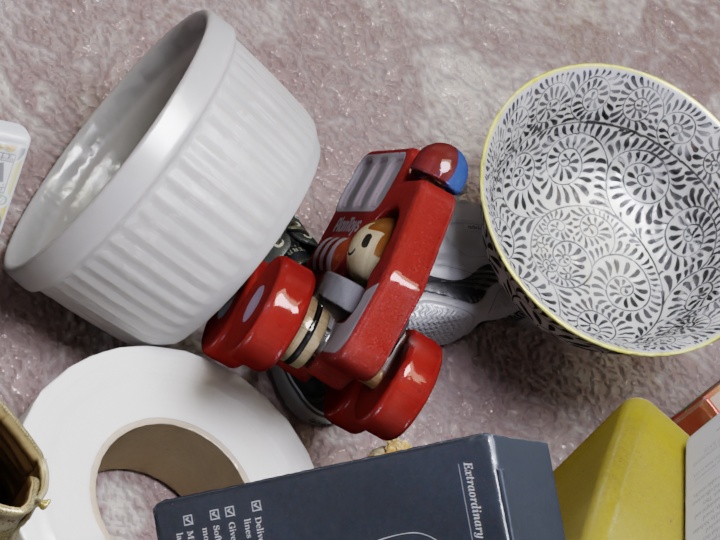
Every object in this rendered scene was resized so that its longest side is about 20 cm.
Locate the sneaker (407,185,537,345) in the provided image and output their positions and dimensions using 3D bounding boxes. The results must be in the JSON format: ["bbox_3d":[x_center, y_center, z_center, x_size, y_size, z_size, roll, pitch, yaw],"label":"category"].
[{"bbox_3d":[0.086,-0.021,1.813,0.199,0.075,0.115,-11,71,-31],"label":"sneaker"}]

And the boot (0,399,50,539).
[{"bbox_3d":[-0.210,0.168,1.477,0.073,0.155,0.201,-8,67,-33],"label":"boot"}]

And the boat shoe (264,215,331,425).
[{"bbox_3d":[-0.046,0.000,1.736,0.068,0.057,0.200,-16,72,-35],"label":"boat shoe"}]

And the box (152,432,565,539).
[{"bbox_3d":[0.008,0.179,1.468,0.107,0.199,0.149,15,64,-68],"label":"box"}]

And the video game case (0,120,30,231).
[{"bbox_3d":[-0.304,-0.015,1.526,0.199,0.183,0.023,11,22,-28],"label":"video game case"}]

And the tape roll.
[{"bbox_3d":[-0.121,0.148,1.598,0.202,0.071,0.203,15,56,-23],"label":"tape roll"}]

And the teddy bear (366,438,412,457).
[{"bbox_3d":[0.008,0.197,1.606,0.067,0.145,0.200,13,48,4],"label":"teddy bear"}]

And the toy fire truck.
[{"bbox_3d":[0.000,0.000,1.603,0.112,0.200,0.168,29,83,-12],"label":"toy fire truck"}]

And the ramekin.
[{"bbox_3d":[-0.113,-0.047,1.640,0.105,0.200,0.200,38,50,-15],"label":"ramekin"}]

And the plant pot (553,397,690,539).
[{"bbox_3d":[0.154,0.236,1.593,0.200,0.200,0.176,40,33,-4],"label":"plant pot"}]

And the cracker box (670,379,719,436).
[{"bbox_3d":[0.265,0.088,1.815,0.200,0.134,0.058,-33,82,-39],"label":"cracker box"}]

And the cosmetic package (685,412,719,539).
[{"bbox_3d":[0.239,0.174,1.523,0.101,0.071,0.200,24,47,-20],"label":"cosmetic package"}]

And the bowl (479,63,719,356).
[{"bbox_3d":[0.152,-0.022,1.743,0.200,0.094,0.201,8,63,-17],"label":"bowl"}]
